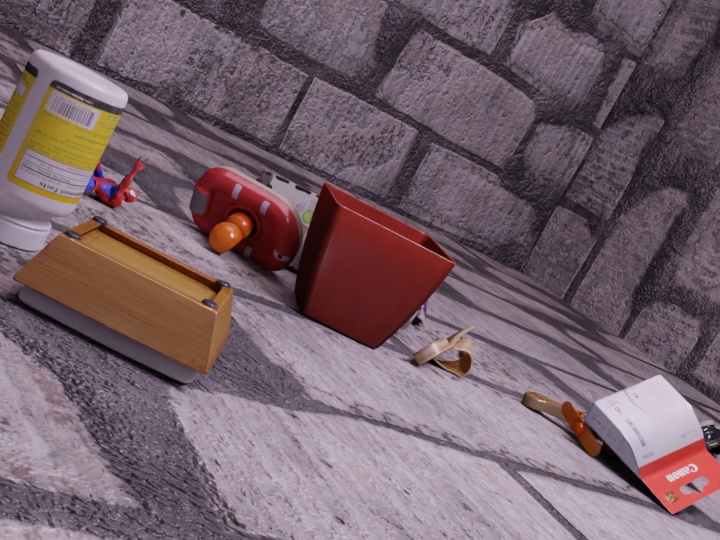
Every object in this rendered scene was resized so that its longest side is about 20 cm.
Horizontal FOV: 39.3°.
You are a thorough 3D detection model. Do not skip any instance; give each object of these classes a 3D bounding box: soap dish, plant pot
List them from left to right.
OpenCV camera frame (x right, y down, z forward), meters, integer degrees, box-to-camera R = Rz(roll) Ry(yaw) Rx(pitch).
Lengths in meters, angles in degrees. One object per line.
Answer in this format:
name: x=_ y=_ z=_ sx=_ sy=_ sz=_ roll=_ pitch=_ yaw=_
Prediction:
soap dish: x=-0.223 y=0.024 z=1.004 sx=0.200 sy=0.081 sz=0.157 roll=27 pitch=9 yaw=-4
plant pot: x=0.000 y=0.000 z=1.542 sx=0.200 sy=0.176 sz=0.200 roll=27 pitch=9 yaw=-13

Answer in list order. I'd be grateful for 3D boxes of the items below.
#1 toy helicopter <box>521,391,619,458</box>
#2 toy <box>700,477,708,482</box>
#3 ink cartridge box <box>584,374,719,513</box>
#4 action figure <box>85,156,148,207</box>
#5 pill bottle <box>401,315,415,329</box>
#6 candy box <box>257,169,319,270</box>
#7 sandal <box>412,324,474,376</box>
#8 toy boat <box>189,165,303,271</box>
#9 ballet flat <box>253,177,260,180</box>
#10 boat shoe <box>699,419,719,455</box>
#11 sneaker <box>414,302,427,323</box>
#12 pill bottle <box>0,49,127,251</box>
toy helicopter: x=0.356 y=0.248 z=1.659 sx=0.200 sy=0.079 sz=0.132 roll=21 pitch=13 yaw=26
toy: x=0.554 y=0.328 z=1.837 sx=0.115 sy=0.047 sz=0.200 roll=31 pitch=11 yaw=-10
ink cartridge box: x=0.477 y=0.265 z=1.579 sx=0.162 sy=0.057 sz=0.200 roll=-15 pitch=45 yaw=-33
action figure: x=-0.394 y=-0.153 z=1.461 sx=0.065 sy=0.099 sz=0.200 roll=37 pitch=10 yaw=40
pill bottle: x=0.007 y=0.015 z=1.701 sx=0.200 sy=0.110 sz=0.110 roll=28 pitch=8 yaw=-5
candy box: x=-0.105 y=-0.073 z=1.758 sx=0.200 sy=0.137 sz=0.061 roll=25 pitch=2 yaw=-29
sandal: x=0.147 y=0.143 z=1.627 sx=0.070 sy=0.078 sz=0.212 roll=62 pitch=22 yaw=7
toy boat: x=-0.194 y=-0.068 z=1.608 sx=0.200 sy=0.131 sz=0.131 roll=29 pitch=39 yaw=6
ballet flat: x=-0.190 y=-0.152 z=2.202 sx=0.071 sy=0.071 sz=0.200 roll=21 pitch=12 yaw=-42
boat shoe: x=0.785 y=0.384 z=2.256 sx=0.200 sy=0.072 sz=0.068 roll=28 pitch=42 yaw=-57
sneaker: x=0.105 y=0.040 z=1.852 sx=0.081 sy=0.083 sz=0.200 roll=32 pitch=-15 yaw=5
pill bottle: x=-0.344 y=-0.127 z=1.095 sx=0.111 sy=0.200 sz=0.111 roll=28 pitch=8 yaw=-5
